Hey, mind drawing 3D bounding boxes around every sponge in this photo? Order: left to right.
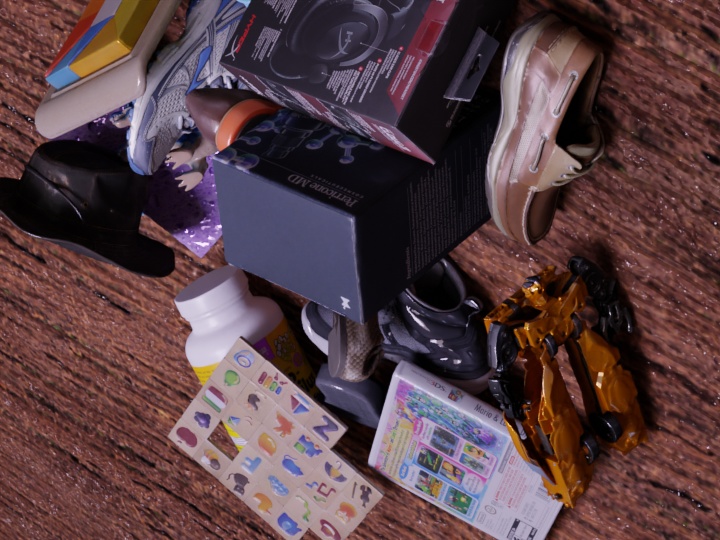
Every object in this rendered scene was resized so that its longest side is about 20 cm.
[{"bbox_3d":[-0.191,-0.110,1.750,0.200,0.030,0.112,38,124,-12],"label":"sponge"}]

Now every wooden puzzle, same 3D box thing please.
[{"bbox_3d":[-0.204,-0.221,1.619,0.037,0.201,0.185,34,152,-27],"label":"wooden puzzle"}]

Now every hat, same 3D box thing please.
[{"bbox_3d":[-0.248,-0.071,1.703,0.200,0.200,0.081,29,100,28],"label":"hat"}]

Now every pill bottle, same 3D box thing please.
[{"bbox_3d":[-0.104,0.098,1.845,0.104,0.104,0.201,-10,113,50],"label":"pill bottle"}]

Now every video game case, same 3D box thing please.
[{"bbox_3d":[0.100,0.173,1.697,0.181,0.024,0.200,28,151,9],"label":"video game case"}]

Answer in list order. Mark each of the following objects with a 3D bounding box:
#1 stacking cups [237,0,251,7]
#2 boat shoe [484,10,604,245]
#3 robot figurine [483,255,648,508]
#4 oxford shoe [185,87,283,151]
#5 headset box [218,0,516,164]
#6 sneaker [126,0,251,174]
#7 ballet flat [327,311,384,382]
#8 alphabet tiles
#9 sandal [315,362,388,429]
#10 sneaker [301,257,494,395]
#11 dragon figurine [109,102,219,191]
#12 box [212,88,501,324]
[{"bbox_3d":[-0.074,-0.229,1.522,0.060,0.061,0.200,20,162,35],"label":"stacking cups"},{"bbox_3d":[0.145,-0.099,1.437,0.074,0.076,0.201,26,138,26],"label":"boat shoe"},{"bbox_3d":[0.162,0.086,1.526,0.058,0.145,0.201,19,139,52],"label":"robot figurine"},{"bbox_3d":[-0.071,-0.120,1.581,0.072,0.200,0.071,36,99,28],"label":"oxford shoe"},{"bbox_3d":[0.013,-0.182,1.436,0.199,0.150,0.077,22,173,32],"label":"headset box"},{"bbox_3d":[-0.129,-0.164,1.593,0.085,0.201,0.077,28,173,8],"label":"sneaker"},{"bbox_3d":[0.000,0.000,1.626,0.046,0.201,0.067,6,157,-13],"label":"ballet flat"},{"bbox_3d":[-0.076,0.176,1.803,0.200,0.008,0.167,40,129,3],"label":"alphabet tiles"},{"bbox_3d":[0.000,0.112,1.753,0.076,0.043,0.200,21,168,4],"label":"sandal"},{"bbox_3d":[0.032,0.033,1.673,0.199,0.075,0.114,18,132,29],"label":"sneaker"},{"bbox_3d":[-0.129,-0.134,1.662,0.059,0.199,0.100,61,-170,-48],"label":"dragon figurine"},{"bbox_3d":[0.004,-0.072,1.504,0.148,0.200,0.108,23,136,32],"label":"box"}]
